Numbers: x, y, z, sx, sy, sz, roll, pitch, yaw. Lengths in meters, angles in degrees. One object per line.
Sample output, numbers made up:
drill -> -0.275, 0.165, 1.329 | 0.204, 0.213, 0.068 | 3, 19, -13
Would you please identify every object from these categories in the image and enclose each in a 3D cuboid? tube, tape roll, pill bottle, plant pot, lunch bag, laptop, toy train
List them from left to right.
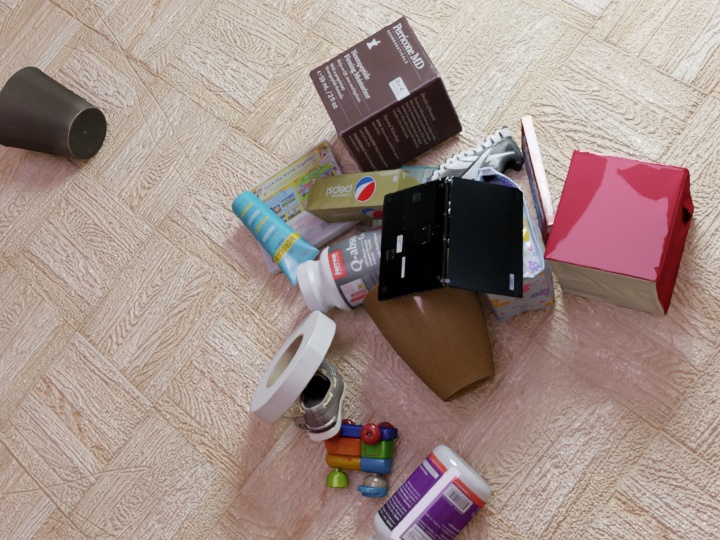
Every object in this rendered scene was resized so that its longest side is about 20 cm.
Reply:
tube -> -0.157, -0.065, 1.782 | 0.200, 0.050, 0.078 | 44, 108, 27
tape roll -> -0.112, 0.158, 1.627 | 0.037, 0.203, 0.204 | 36, 85, -11
toy train -> -0.041, 0.301, 1.603 | 0.198, 0.085, 0.117 | 1, 83, 22
pill bottle -> 0.000, 0.000, 1.676 | 0.198, 0.116, 0.117 | -22, 63, 13
pill bottle -> 0.097, 0.371, 1.494 | 0.200, 0.112, 0.112 | -47, 61, 0
plant pot -> 0.126, 0.099, 1.565 | 0.185, 0.186, 0.202 | -29, 73, 9
laptop -> 0.136, -0.039, 1.493 | 0.198, 0.103, 0.179 | -14, 62, 38
lunch bag -> 0.227, -0.043, 1.570 | 0.126, 0.170, 0.202 | -15, 67, 11

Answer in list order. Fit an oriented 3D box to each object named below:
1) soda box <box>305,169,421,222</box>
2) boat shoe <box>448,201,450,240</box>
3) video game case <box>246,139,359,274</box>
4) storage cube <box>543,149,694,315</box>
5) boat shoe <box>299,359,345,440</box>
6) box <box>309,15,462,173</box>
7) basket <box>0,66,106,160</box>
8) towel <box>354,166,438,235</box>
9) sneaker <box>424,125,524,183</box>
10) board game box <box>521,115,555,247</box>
soda box -> 0.002, -0.126, 1.684 | 0.198, 0.067, 0.065 | -2, 72, 38
boat shoe -> 0.149, -0.071, 1.603 | 0.075, 0.093, 0.200 | 49, 53, -1
video game case -> -0.111, -0.117, 1.813 | 0.199, 0.023, 0.183 | -31, 62, 15
storage cube -> 0.396, -0.056, 1.506 | 0.198, 0.171, 0.182 | 12, 76, 25
boat shoe -> -0.066, 0.195, 1.602 | 0.071, 0.060, 0.201 | -15, 25, 7
box -> 0.045, -0.298, 1.736 | 0.199, 0.164, 0.167 | -29, 57, 6
basket -> -0.639, -0.315, 2.055 | 0.198, 0.136, 0.182 | 21, 83, 24
towel -> 0.093, -0.117, 1.738 | 0.198, 0.022, 0.148 | 4, 71, 23
sneaker -> 0.196, -0.162, 1.672 | 0.199, 0.067, 0.091 | -32, 73, -13
board game box -> 0.292, -0.141, 1.619 | 0.019, 0.103, 0.202 | -10, 66, 3
